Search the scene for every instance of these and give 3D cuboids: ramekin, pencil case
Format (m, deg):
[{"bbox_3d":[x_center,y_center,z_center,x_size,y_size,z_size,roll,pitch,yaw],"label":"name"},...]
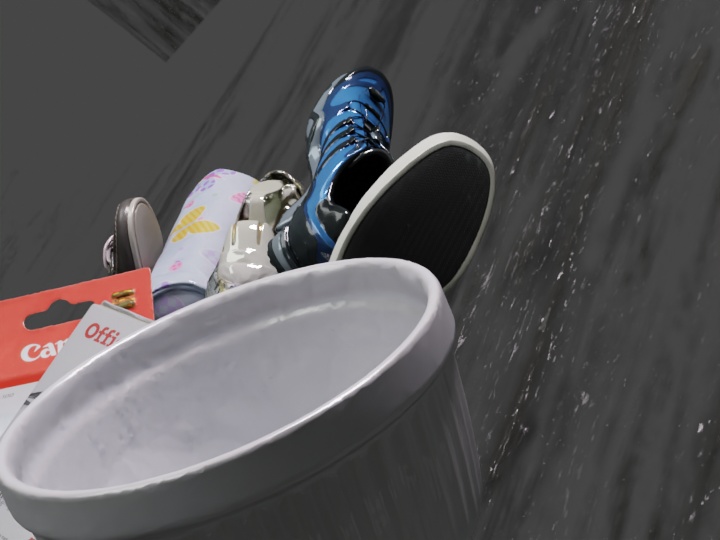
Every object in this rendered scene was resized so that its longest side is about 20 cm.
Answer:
[{"bbox_3d":[-0.042,0.085,0.601,0.198,0.106,0.200,-19,16,6],"label":"ramekin"},{"bbox_3d":[-0.125,-0.004,1.213,0.082,0.091,0.201,-18,30,19],"label":"pencil case"}]

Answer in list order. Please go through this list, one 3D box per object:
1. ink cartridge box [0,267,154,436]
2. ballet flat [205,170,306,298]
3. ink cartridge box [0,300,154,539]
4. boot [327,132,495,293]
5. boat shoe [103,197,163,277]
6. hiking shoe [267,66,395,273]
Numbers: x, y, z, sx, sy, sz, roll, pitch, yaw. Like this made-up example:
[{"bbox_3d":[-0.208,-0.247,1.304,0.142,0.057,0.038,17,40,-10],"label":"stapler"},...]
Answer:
[{"bbox_3d":[-0.229,0.093,1.058,0.159,0.047,0.202,-12,62,8],"label":"ink cartridge box"},{"bbox_3d":[-0.082,-0.020,1.123,0.072,0.072,0.201,-44,16,30],"label":"ballet flat"},{"bbox_3d":[-0.166,0.135,0.923,0.144,0.084,0.201,16,68,45],"label":"ink cartridge box"},{"bbox_3d":[0.000,0.000,0.862,0.201,0.072,0.144,-56,13,3],"label":"boot"},{"bbox_3d":[-0.195,0.013,1.227,0.201,0.056,0.067,81,-166,-52],"label":"boat shoe"},{"bbox_3d":[0.001,-0.075,1.043,0.086,0.074,0.201,-26,40,45],"label":"hiking shoe"}]
